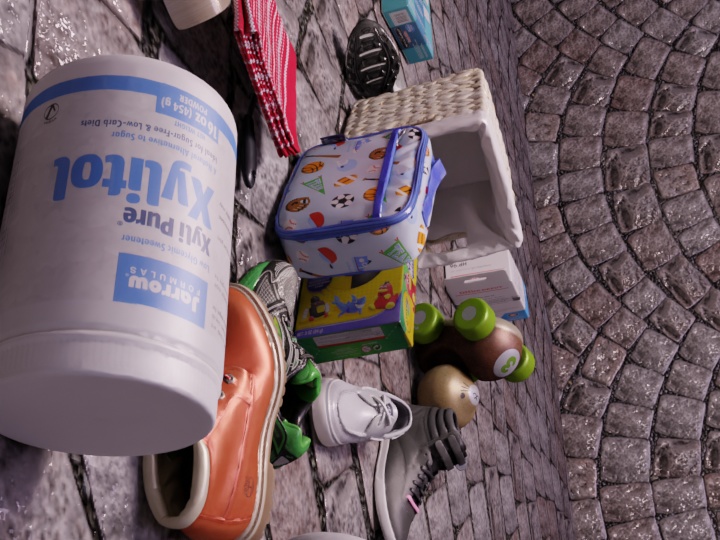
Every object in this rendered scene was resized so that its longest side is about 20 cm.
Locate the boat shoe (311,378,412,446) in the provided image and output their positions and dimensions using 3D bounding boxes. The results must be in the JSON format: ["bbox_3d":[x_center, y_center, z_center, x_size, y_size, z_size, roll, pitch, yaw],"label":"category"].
[{"bbox_3d":[0.006,0.154,1.064,0.200,0.068,0.072,42,41,-64],"label":"boat shoe"}]

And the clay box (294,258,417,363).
[{"bbox_3d":[0.000,0.000,1.053,0.048,0.114,0.201,62,24,-43],"label":"clay box"}]

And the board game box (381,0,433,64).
[{"bbox_3d":[0.075,-0.475,1.685,0.151,0.047,0.201,49,35,-60],"label":"board game box"}]

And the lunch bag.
[{"bbox_3d":[0.004,-0.077,1.030,0.200,0.159,0.076,-76,151,-52],"label":"lunch bag"}]

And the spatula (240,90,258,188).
[{"bbox_3d":[-0.101,-0.159,0.971,0.057,0.020,0.201,70,20,-54],"label":"spatula"}]

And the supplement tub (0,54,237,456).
[{"bbox_3d":[-0.139,-0.009,0.574,0.132,0.131,0.201,53,30,-56],"label":"supplement tub"}]

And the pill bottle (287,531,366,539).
[{"bbox_3d":[-0.031,0.316,0.775,0.201,0.112,0.113,-81,155,-47],"label":"pill bottle"}]

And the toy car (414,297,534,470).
[{"bbox_3d":[0.140,0.167,1.392,0.164,0.157,0.201,44,50,-44],"label":"toy car"}]

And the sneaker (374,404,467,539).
[{"bbox_3d":[0.075,0.238,1.193,0.201,0.099,0.071,-82,157,-43],"label":"sneaker"}]

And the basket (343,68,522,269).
[{"bbox_3d":[0.091,-0.129,1.294,0.161,0.197,0.201,-85,157,-52],"label":"basket"}]

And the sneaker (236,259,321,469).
[{"bbox_3d":[-0.068,0.078,0.839,0.078,0.085,0.201,58,27,-51],"label":"sneaker"}]

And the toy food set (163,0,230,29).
[{"bbox_3d":[-0.155,-0.303,0.839,0.200,0.060,0.144,-90,162,-57],"label":"toy food set"}]

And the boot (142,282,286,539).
[{"bbox_3d":[-0.108,0.095,0.725,0.107,0.075,0.201,38,46,-59],"label":"boot"}]

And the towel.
[{"bbox_3d":[-0.085,-0.214,0.927,0.200,0.022,0.145,74,11,-63],"label":"towel"}]

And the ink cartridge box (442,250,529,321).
[{"bbox_3d":[0.217,0.023,1.749,0.200,0.115,0.068,54,30,-57],"label":"ink cartridge box"}]

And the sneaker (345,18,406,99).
[{"bbox_3d":[0.022,-0.272,1.376,0.200,0.074,0.080,65,12,-57],"label":"sneaker"}]
